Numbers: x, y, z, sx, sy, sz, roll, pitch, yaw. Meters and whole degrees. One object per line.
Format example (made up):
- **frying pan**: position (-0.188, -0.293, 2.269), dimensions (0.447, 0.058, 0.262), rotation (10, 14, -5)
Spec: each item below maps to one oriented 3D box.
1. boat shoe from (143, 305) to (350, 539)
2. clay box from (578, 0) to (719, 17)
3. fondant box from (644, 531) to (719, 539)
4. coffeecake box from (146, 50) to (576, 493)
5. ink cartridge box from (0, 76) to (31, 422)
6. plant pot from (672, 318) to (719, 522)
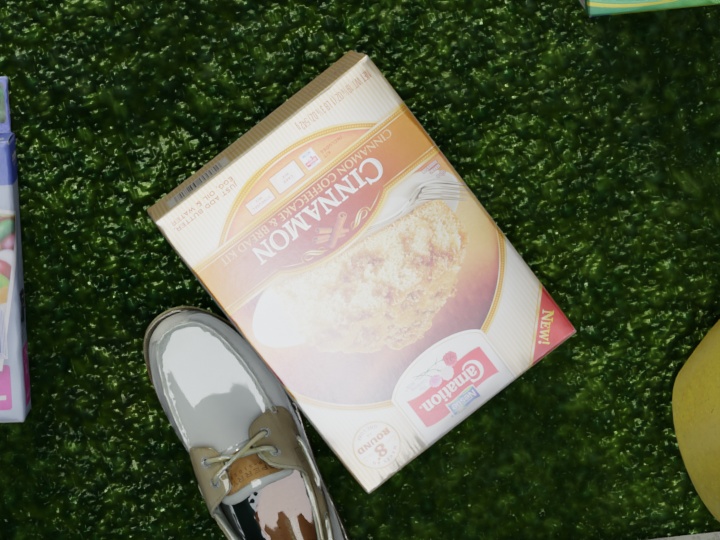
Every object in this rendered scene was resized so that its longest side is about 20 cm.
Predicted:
- **boat shoe**: position (-0.061, 0.111, 1.740), dimensions (0.075, 0.068, 0.200), rotation (-31, 101, 5)
- **clay box**: position (0.219, -0.178, 1.658), dimensions (0.200, 0.115, 0.048), rotation (-4, 103, 1)
- **fondant box**: position (0.161, 0.237, 1.776), dimensions (0.200, 0.058, 0.144), rotation (-6, 102, 2)
- **coffeecake box**: position (0.000, 0.000, 1.706), dimensions (0.153, 0.073, 0.200), rotation (-38, 100, -2)
- **ink cartridge box**: position (-0.256, -0.010, 1.727), dimensions (0.119, 0.042, 0.200), rotation (-2, 101, -1)
- **plant pot**: position (0.262, 0.080, 1.693), dimensions (0.142, 0.200, 0.200), rotation (-21, 103, 29)
